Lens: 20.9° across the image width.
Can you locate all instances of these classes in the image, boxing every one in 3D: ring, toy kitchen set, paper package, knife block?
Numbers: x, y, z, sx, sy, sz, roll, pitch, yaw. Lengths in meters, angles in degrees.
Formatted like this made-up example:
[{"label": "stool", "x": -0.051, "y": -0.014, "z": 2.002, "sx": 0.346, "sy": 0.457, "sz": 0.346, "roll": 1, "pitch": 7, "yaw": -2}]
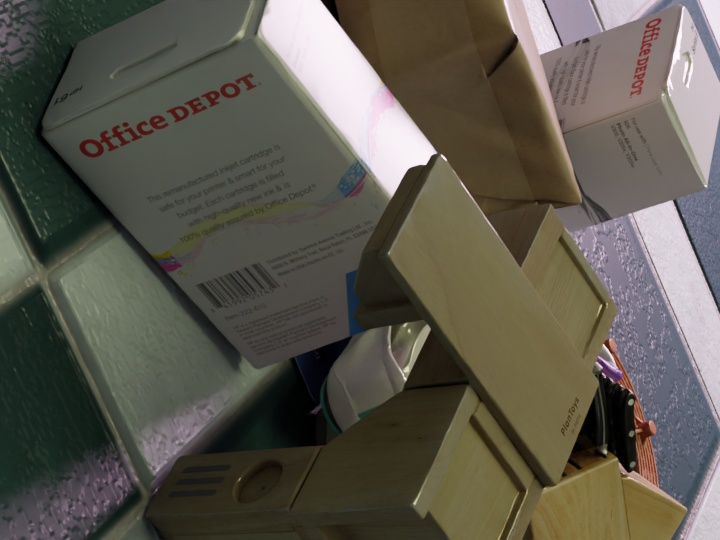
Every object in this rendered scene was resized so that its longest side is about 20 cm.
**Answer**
[{"label": "ring", "x": 0.197, "y": 0.130, "z": 1.548, "sx": 0.200, "sy": 0.019, "sz": 0.200, "roll": 39, "pitch": 41, "yaw": -46}, {"label": "toy kitchen set", "x": -0.004, "y": 0.043, "z": 0.990, "sx": 0.163, "sy": 0.180, "sz": 0.200, "roll": 54, "pitch": 46, "yaw": -30}, {"label": "paper package", "x": 0.055, "y": -0.149, "z": 1.238, "sx": 0.191, "sy": 0.103, "sz": 0.200, "roll": 58, "pitch": 16, "yaw": -53}, {"label": "knife block", "x": 0.111, "y": 0.150, "z": 1.236, "sx": 0.176, "sy": 0.200, "sz": 0.064, "roll": 28, "pitch": 3, "yaw": -31}]

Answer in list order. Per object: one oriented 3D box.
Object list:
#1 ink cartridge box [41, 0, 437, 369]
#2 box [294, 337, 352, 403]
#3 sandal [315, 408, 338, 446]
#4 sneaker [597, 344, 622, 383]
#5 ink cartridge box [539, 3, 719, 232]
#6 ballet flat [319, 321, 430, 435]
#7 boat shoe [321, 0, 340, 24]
[{"label": "ink cartridge box", "x": -0.051, "y": -0.056, "z": 1.050, "sx": 0.200, "sy": 0.145, "sz": 0.085, "roll": 50, "pitch": 34, "yaw": -33}, {"label": "box", "x": 0.000, "y": 0.000, "z": 1.245, "sx": 0.200, "sy": 0.032, "sz": 0.121, "roll": -34, "pitch": 103, "yaw": -62}, {"label": "sandal", "x": 0.039, "y": 0.102, "z": 1.221, "sx": 0.201, "sy": 0.057, "sz": 0.080, "roll": -14, "pitch": 86, "yaw": -63}, {"label": "sneaker", "x": 0.125, "y": 0.109, "z": 1.320, "sx": 0.073, "sy": 0.114, "sz": 0.201, "roll": 26, "pitch": 52, "yaw": -57}, {"label": "ink cartridge box", "x": 0.151, "y": -0.096, "z": 1.402, "sx": 0.084, "sy": 0.200, "sz": 0.146, "roll": 59, "pitch": 29, "yaw": -25}, {"label": "ballet flat", "x": 0.034, "y": 0.032, "z": 1.181, "sx": 0.069, "sy": 0.069, "sz": 0.200, "roll": 59, "pitch": 30, "yaw": -22}, {"label": "boat shoe", "x": -0.047, "y": -0.151, "z": 1.218, "sx": 0.066, "sy": 0.072, "sz": 0.201, "roll": 66, "pitch": 13, "yaw": -50}]
